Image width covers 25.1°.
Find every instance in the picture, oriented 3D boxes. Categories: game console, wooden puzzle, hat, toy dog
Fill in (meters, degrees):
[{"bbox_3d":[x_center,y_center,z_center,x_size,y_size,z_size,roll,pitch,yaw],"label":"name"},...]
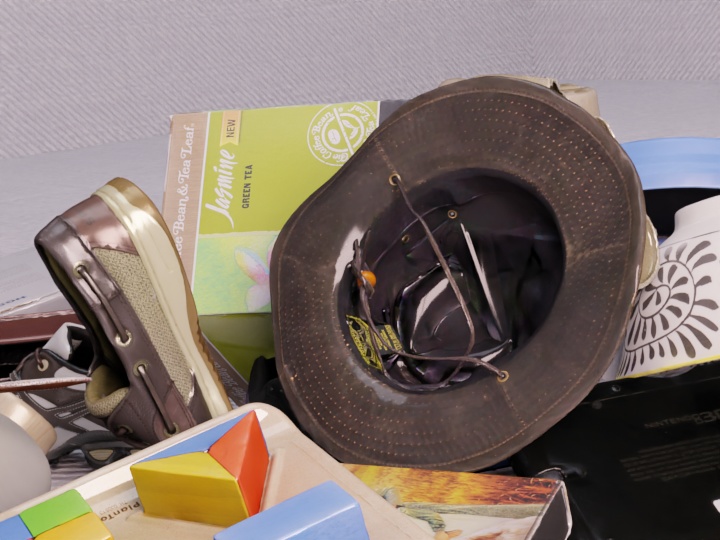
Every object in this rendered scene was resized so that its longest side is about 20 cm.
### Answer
[{"bbox_3d":[0.161,0.111,0.838,0.200,0.117,0.176,-9,41,-19],"label":"game console"},{"bbox_3d":[-0.075,0.119,0.647,0.185,0.046,0.200,-23,27,-20],"label":"wooden puzzle"},{"bbox_3d":[0.056,0.012,0.787,0.200,0.201,0.081,1,-16,30],"label":"hat"},{"bbox_3d":[-0.176,0.098,0.769,0.096,0.132,0.200,30,-1,6],"label":"toy dog"}]

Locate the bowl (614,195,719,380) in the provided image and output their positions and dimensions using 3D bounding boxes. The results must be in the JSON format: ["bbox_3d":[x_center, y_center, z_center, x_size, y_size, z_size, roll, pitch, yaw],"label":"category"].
[{"bbox_3d":[0.239,0.002,0.957,0.200,0.094,0.201,-11,-7,-1],"label":"bowl"}]

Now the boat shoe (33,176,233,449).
[{"bbox_3d":[-0.109,0.054,0.809,0.065,0.200,0.073,-26,20,-21],"label":"boat shoe"}]

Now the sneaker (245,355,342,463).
[{"bbox_3d":[-0.025,0.092,0.834,0.076,0.088,0.200,-8,12,-19],"label":"sneaker"}]

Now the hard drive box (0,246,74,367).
[{"bbox_3d":[-0.224,0.032,1.211,0.156,0.077,0.200,-20,15,-18],"label":"hard drive box"}]

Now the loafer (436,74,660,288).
[{"bbox_3d":[0.113,-0.039,0.863,0.068,0.076,0.200,-10,-30,36],"label":"loafer"}]

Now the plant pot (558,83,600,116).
[{"bbox_3d":[0.120,-0.045,1.240,0.200,0.184,0.200,-5,11,1],"label":"plant pot"}]

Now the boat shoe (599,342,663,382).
[{"bbox_3d":[0.175,0.035,1.089,0.068,0.072,0.200,2,9,34],"label":"boat shoe"}]

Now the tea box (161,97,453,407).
[{"bbox_3d":[0.000,0.000,0.976,0.196,0.134,0.200,-3,-22,12],"label":"tea box"}]

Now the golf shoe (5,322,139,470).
[{"bbox_3d":[-0.188,0.076,0.983,0.200,0.095,0.078,-3,12,16],"label":"golf shoe"}]

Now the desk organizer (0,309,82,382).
[{"bbox_3d":[-0.211,0.068,1.065,0.200,0.072,0.077,-6,9,-14],"label":"desk organizer"}]

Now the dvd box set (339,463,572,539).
[{"bbox_3d":[-0.027,0.132,0.692,0.200,0.029,0.146,1,27,28],"label":"dvd box set"}]

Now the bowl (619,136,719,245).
[{"bbox_3d":[0.213,-0.037,1.086,0.200,0.039,0.201,3,-18,1],"label":"bowl"}]
